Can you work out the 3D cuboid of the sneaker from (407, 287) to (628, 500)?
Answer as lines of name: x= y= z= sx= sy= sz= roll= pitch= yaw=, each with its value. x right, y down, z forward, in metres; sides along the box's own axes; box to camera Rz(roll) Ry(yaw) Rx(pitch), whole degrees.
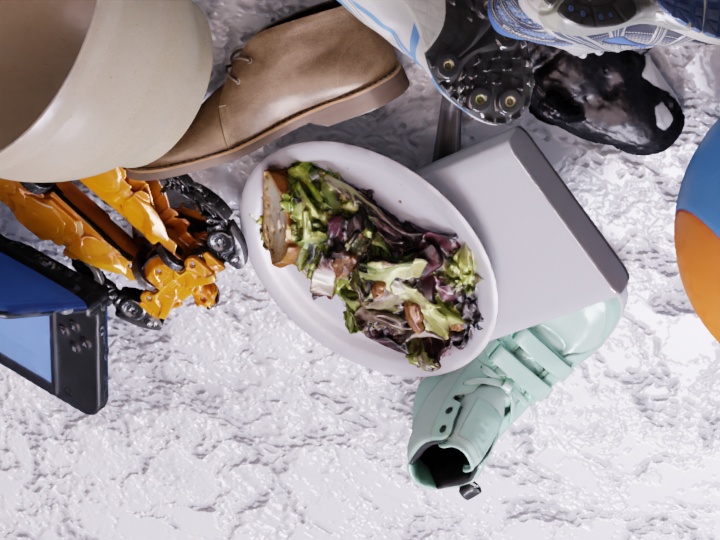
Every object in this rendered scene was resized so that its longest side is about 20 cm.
sneaker: x=0.110 y=0.083 z=1.708 sx=0.074 sy=0.119 sz=0.200 roll=38 pitch=125 yaw=-17

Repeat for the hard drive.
hard drive: x=0.070 y=-0.013 z=1.656 sx=0.199 sy=0.026 sz=0.132 roll=-22 pitch=113 yaw=44

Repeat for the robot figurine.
robot figurine: x=-0.170 y=-0.046 z=1.703 sx=0.200 sy=0.058 sz=0.145 roll=42 pitch=126 yaw=-20

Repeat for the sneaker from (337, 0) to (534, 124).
sneaker: x=0.033 y=-0.171 z=1.531 sx=0.200 sy=0.072 sz=0.072 roll=45 pitch=85 yaw=-1

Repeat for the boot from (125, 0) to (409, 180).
boot: x=-0.073 y=-0.120 z=1.612 sx=0.199 sy=0.074 sz=0.076 roll=-22 pitch=111 yaw=9

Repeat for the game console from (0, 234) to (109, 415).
game console: x=-0.285 y=0.024 z=1.701 sx=0.199 sy=0.118 sz=0.172 roll=28 pitch=136 yaw=25

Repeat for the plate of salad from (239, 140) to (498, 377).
plate of salad: x=0.000 y=0.000 z=1.661 sx=0.199 sy=0.048 sz=0.201 roll=19 pitch=135 yaw=20

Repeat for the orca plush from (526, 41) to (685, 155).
orca plush: x=0.129 y=-0.132 z=1.559 sx=0.105 sy=0.071 sz=0.200 roll=-25 pitch=120 yaw=28

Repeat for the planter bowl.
planter bowl: x=-0.181 y=-0.142 z=1.559 sx=0.200 sy=0.202 sz=0.134 roll=-32 pitch=143 yaw=32

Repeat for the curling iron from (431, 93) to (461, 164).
curling iron: x=0.066 y=-0.045 z=1.672 sx=0.049 sy=0.026 sz=0.201 roll=8 pitch=131 yaw=15

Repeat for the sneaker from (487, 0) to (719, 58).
sneaker: x=0.160 y=-0.168 z=1.494 sx=0.199 sy=0.078 sz=0.085 roll=1 pitch=167 yaw=-36

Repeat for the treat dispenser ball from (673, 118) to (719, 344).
treat dispenser ball: x=0.296 y=-0.025 z=1.525 sx=0.199 sy=0.202 sz=0.202 roll=6 pitch=130 yaw=7
